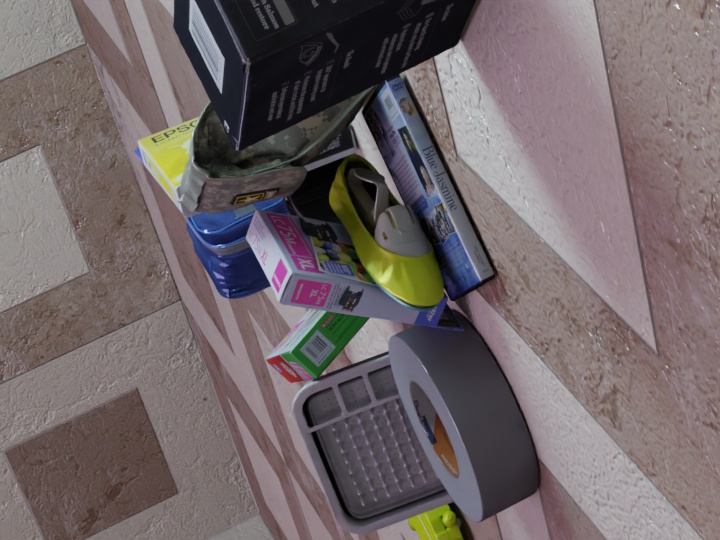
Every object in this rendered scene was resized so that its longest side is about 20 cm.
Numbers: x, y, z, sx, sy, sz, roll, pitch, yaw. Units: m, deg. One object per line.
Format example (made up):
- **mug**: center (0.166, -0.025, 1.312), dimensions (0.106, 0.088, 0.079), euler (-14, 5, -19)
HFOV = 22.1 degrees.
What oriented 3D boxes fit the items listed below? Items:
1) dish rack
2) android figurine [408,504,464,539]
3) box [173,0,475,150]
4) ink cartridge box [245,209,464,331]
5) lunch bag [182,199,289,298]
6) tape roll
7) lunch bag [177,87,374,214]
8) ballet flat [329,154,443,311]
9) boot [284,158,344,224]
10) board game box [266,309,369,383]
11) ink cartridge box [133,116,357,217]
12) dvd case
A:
- **dish rack**: center (0.028, 0.172, 1.953), dimensions (0.044, 0.170, 0.202), euler (-110, 0, -63)
- **android figurine**: center (0.091, 0.307, 2.257), dimensions (0.183, 0.041, 0.200), euler (62, 169, 21)
- **box**: center (-0.024, -0.202, 1.316), dimensions (0.118, 0.198, 0.197), euler (62, 168, 9)
- **ink cartridge box**: center (0.000, 0.000, 1.743), dimensions (0.042, 0.198, 0.120), euler (-65, 31, 23)
- **lunch bag**: center (-0.157, -0.078, 2.362), dimensions (0.200, 0.135, 0.133), euler (-127, 17, -51)
- **tape roll**: center (0.100, 0.143, 1.811), dimensions (0.202, 0.066, 0.201), euler (62, 169, 22)
- **lunch bag**: center (-0.085, -0.133, 1.708), dimensions (0.118, 0.200, 0.164), euler (43, 168, -1)
- **ballet flat**: center (0.022, -0.042, 1.716), dimensions (0.200, 0.066, 0.068), euler (-125, 37, -48)
- **boot**: center (-0.034, -0.055, 2.013), dimensions (0.204, 0.073, 0.155), euler (-122, 10, -51)
- **board game box**: center (-0.026, 0.049, 1.976), dimensions (0.040, 0.153, 0.200), euler (42, 170, -4)
- **ink cartridge box**: center (-0.130, -0.141, 1.943), dimensions (0.200, 0.196, 0.047), euler (48, 157, 54)
- **dvd case**: center (0.059, -0.073, 1.671), dimensions (0.202, 0.017, 0.143), euler (64, 170, 3)
